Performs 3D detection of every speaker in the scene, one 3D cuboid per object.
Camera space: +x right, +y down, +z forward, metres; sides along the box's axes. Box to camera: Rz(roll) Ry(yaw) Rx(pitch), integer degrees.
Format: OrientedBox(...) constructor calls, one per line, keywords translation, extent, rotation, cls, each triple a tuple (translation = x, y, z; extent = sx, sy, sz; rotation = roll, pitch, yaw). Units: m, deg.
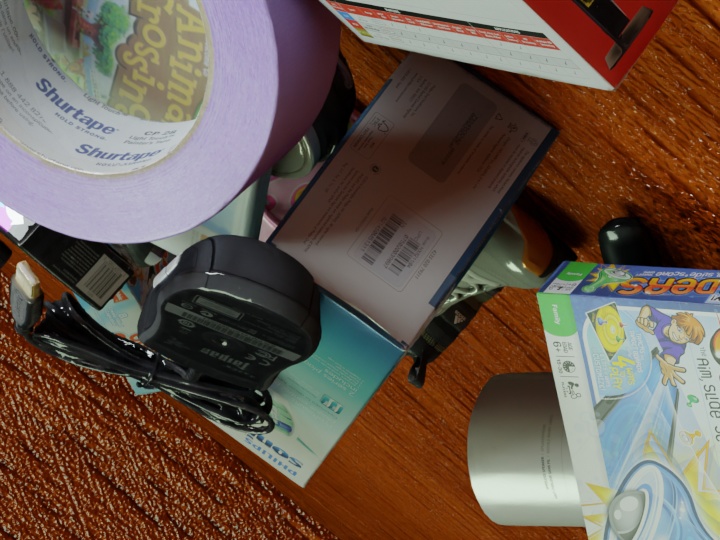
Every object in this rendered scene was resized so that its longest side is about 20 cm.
OrientedBox(translation=(0.154, 0.089, 1.458), extent=(0.200, 0.081, 0.081), rotation=(-3, 148, 33), cls="speaker")

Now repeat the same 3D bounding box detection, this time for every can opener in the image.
OrientedBox(translation=(0.148, 0.024, 1.501), extent=(0.200, 0.079, 0.063), rotation=(58, -165, -59), cls="can opener")

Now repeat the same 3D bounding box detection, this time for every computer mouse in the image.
OrientedBox(translation=(-0.088, 0.011, 1.336), extent=(0.140, 0.046, 0.200), rotation=(21, 160, -3), cls="computer mouse")

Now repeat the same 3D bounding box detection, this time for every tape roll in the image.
OrientedBox(translation=(-0.112, -0.115, 1.298), extent=(0.200, 0.200, 0.066), rotation=(34, -145, 8), cls="tape roll")

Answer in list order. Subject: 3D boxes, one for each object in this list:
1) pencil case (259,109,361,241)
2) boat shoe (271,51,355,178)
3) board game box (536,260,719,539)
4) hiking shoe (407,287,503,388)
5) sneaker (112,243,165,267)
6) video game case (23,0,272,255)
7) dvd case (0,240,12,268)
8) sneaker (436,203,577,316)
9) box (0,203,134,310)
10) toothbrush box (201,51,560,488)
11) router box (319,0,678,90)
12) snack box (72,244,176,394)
OrientedBox(translation=(-0.047, -0.055, 1.680), extent=(0.087, 0.087, 0.200), rotation=(38, 173, -13), cls="pencil case")
OrientedBox(translation=(-0.062, -0.137, 1.380), extent=(0.067, 0.057, 0.200), rotation=(-5, 124, 39), cls="boat shoe")
OrientedBox(translation=(0.166, 0.093, 1.376), extent=(0.135, 0.034, 0.200), rotation=(3, 120, 31), cls="board game box")
OrientedBox(translation=(-0.007, 0.003, 1.773), extent=(0.076, 0.101, 0.200), rotation=(43, 168, -37), cls="hiking shoe")
OrientedBox(translation=(-0.103, -0.071, 1.551), extent=(0.076, 0.116, 0.200), rotation=(42, -177, -9), cls="sneaker")
OrientedBox(translation=(-0.119, -0.105, 1.382), extent=(0.182, 0.022, 0.200), rotation=(26, 135, 14), cls="video game case")
OrientedBox(translation=(-0.269, -0.077, 1.543), extent=(0.143, 0.018, 0.200), rotation=(39, 175, 24), cls="dvd case")
OrientedBox(translation=(0.044, 0.000, 1.603), extent=(0.076, 0.092, 0.200), rotation=(38, 170, -22), cls="sneaker")
OrientedBox(translation=(-0.217, -0.066, 1.552), extent=(0.200, 0.036, 0.143), rotation=(41, 177, 19), cls="box")
OrientedBox(translation=(0.000, 0.000, 1.437), extent=(0.085, 0.146, 0.200), rotation=(36, 152, 0), cls="toothbrush box")
OrientedBox(translation=(0.003, -0.151, 1.132), extent=(0.179, 0.049, 0.200), rotation=(41, 169, -29), cls="router box")
OrientedBox(translation=(-0.132, -0.040, 1.731), extent=(0.037, 0.200, 0.116), rotation=(-11, 139, 15), cls="snack box")
